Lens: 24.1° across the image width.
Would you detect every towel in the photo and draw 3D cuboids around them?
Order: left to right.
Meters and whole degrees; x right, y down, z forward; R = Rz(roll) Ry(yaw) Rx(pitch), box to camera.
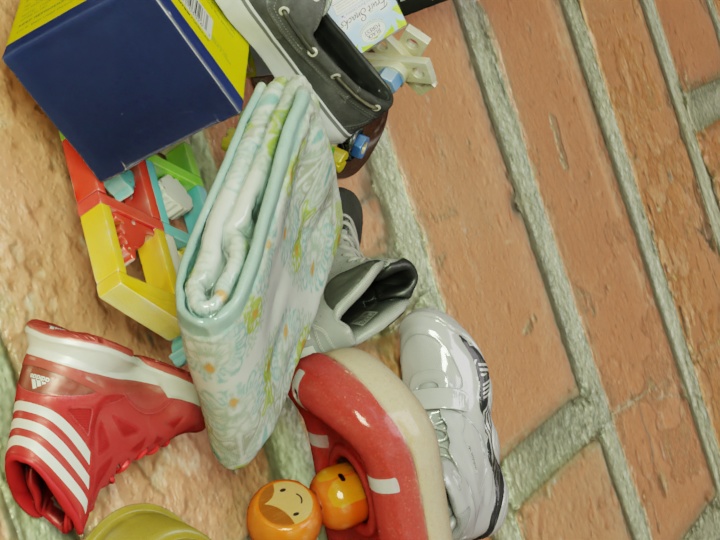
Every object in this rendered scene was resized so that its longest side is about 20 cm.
[{"bbox_3d":[-0.060,0.000,1.066,0.172,0.048,0.201,80,24,-53],"label":"towel"}]

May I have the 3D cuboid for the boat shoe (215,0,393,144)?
[{"bbox_3d":[-0.041,-0.168,1.100,0.200,0.066,0.070,56,20,-30],"label":"boat shoe"}]

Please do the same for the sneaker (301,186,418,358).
[{"bbox_3d":[0.000,0.000,1.295,0.075,0.115,0.201,55,35,-30],"label":"sneaker"}]

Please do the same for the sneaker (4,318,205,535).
[{"bbox_3d":[-0.161,0.105,1.041,0.200,0.078,0.116,32,74,-61],"label":"sneaker"}]

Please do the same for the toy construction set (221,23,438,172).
[{"bbox_3d":[-0.029,-0.108,1.273,0.200,0.092,0.132,-42,156,-28],"label":"toy construction set"}]

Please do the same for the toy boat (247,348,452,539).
[{"bbox_3d":[-0.019,0.158,1.185,0.130,0.130,0.201,-18,110,-23],"label":"toy boat"}]

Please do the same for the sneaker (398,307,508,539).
[{"bbox_3d":[0.061,0.134,1.376,0.115,0.075,0.201,-20,97,-63],"label":"sneaker"}]

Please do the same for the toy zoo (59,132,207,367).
[{"bbox_3d":[-0.137,-0.027,1.115,0.131,0.020,0.201,27,37,-52],"label":"toy zoo"}]

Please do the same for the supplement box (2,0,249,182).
[{"bbox_3d":[-0.143,-0.173,1.100,0.110,0.108,0.201,54,22,-33],"label":"supplement box"}]

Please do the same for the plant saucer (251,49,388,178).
[{"bbox_3d":[-0.030,-0.178,1.416,0.200,0.034,0.202,32,50,-49],"label":"plant saucer"}]

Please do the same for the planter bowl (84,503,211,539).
[{"bbox_3d":[-0.097,0.240,1.014,0.200,0.083,0.202,20,68,-62],"label":"planter bowl"}]

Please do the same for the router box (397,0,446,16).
[{"bbox_3d":[0.097,-0.305,1.569,0.052,0.156,0.200,63,30,-18],"label":"router box"}]

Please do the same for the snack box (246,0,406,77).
[{"bbox_3d":[-0.071,-0.246,1.233,0.068,0.168,0.201,-36,108,-23],"label":"snack box"}]
